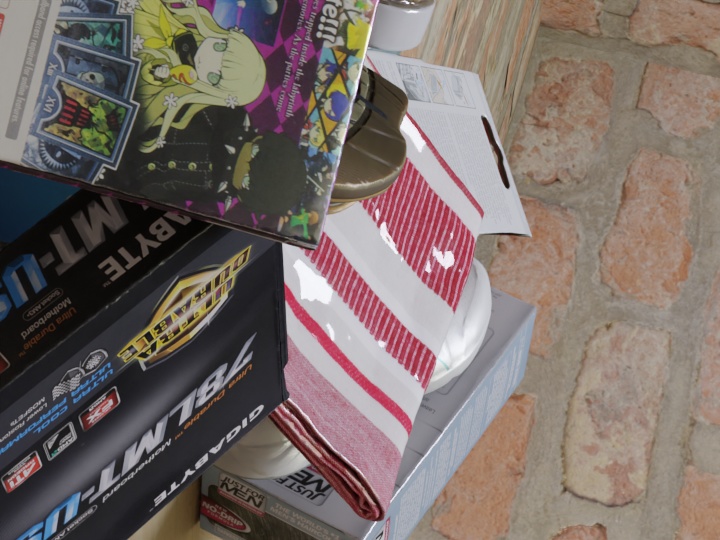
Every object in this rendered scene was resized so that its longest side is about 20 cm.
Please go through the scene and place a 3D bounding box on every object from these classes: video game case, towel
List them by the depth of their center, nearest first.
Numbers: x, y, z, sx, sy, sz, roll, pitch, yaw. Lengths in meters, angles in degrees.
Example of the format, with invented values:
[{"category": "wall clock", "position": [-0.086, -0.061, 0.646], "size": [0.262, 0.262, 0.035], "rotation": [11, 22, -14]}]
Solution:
[{"category": "video game case", "position": [-0.071, -0.124, 0.635], "size": [0.036, 0.180, 0.202], "rotation": [12, -92, 61]}, {"category": "towel", "position": [0.000, 0.000, 0.975], "size": [0.144, 0.023, 0.201], "rotation": [51, 44, -32]}]

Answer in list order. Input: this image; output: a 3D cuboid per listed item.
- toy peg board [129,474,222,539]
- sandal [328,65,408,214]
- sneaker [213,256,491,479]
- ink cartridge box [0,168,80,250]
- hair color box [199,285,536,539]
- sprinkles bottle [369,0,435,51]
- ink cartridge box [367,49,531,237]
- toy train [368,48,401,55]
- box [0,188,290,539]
[{"category": "toy peg board", "position": [-0.112, 0.090, 1.088], "size": [0.199, 0.097, 0.201], "rotation": [-49, 155, -40]}, {"category": "sandal", "position": [-0.022, -0.057, 0.871], "size": [0.054, 0.080, 0.200], "rotation": [-55, -177, 16]}, {"category": "sneaker", "position": [0.000, 0.030, 1.031], "size": [0.200, 0.070, 0.081], "rotation": [-32, 133, -39]}, {"category": "ink cartridge box", "position": [-0.089, -0.089, 0.868], "size": [0.145, 0.083, 0.201], "rotation": [57, 48, -79]}, {"category": "hair color box", "position": [0.007, 0.078, 1.092], "size": [0.200, 0.099, 0.061], "rotation": [-49, 156, -41]}, {"category": "sprinkles bottle", "position": [0.032, -0.219, 1.067], "size": [0.068, 0.068, 0.201], "rotation": [-62, 173, -63]}, {"category": "ink cartridge box", "position": [0.014, -0.060, 1.097], "size": [0.200, 0.050, 0.110], "rotation": [1, 69, -58]}, {"category": "toy train", "position": [-0.012, -0.139, 1.269], "size": [0.114, 0.085, 0.201], "rotation": [-51, -169, 45]}, {"category": "box", "position": [-0.113, 0.057, 0.753], "size": [0.200, 0.050, 0.199], "rotation": [-40, 158, -19]}]
